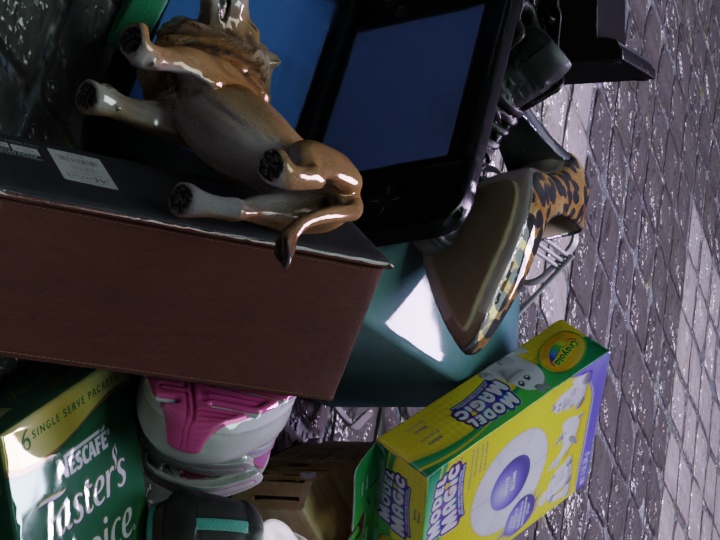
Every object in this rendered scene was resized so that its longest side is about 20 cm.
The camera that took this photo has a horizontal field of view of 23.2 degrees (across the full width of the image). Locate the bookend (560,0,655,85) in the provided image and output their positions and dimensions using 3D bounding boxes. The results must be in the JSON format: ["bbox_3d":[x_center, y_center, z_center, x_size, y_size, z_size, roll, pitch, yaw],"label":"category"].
[{"bbox_3d":[0.103,-0.235,1.252,0.092,0.196,0.203,6,83,-65],"label":"bookend"}]

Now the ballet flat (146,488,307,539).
[{"bbox_3d":[-0.061,0.163,0.937,0.200,0.067,0.069,71,15,-72],"label":"ballet flat"}]

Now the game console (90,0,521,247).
[{"bbox_3d":[-0.022,-0.118,0.945,0.117,0.174,0.202,53,41,-40],"label":"game console"}]

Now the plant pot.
[{"bbox_3d":[0.000,0.000,1.072,0.200,0.140,0.143,26,65,-63],"label":"plant pot"}]

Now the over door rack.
[{"bbox_3d":[0.058,0.026,1.233,0.201,0.066,0.147,-57,148,4],"label":"over door rack"}]

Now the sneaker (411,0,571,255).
[{"bbox_3d":[0.071,-0.105,0.998,0.060,0.103,0.201,47,33,-37],"label":"sneaker"}]

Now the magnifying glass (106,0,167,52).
[{"bbox_3d":[-0.097,-0.187,0.945,0.080,0.022,0.201,-52,-161,40],"label":"magnifying glass"}]

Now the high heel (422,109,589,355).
[{"bbox_3d":[0.100,-0.007,1.047,0.143,0.071,0.202,50,39,-42],"label":"high heel"}]

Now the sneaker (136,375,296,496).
[{"bbox_3d":[-0.075,0.081,0.908,0.200,0.080,0.089,-37,145,-84],"label":"sneaker"}]

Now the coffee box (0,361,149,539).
[{"bbox_3d":[-0.142,0.149,0.832,0.123,0.043,0.203,-35,121,-64],"label":"coffee box"}]

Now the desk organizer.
[{"bbox_3d":[-0.094,0.000,0.813,0.198,0.072,0.078,11,111,-31],"label":"desk organizer"}]

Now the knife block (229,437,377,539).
[{"bbox_3d":[-0.020,0.201,1.108,0.200,0.063,0.178,-11,99,-68],"label":"knife block"}]

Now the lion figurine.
[{"bbox_3d":[-0.052,-0.061,0.825,0.122,0.073,0.200,11,34,-51],"label":"lion figurine"}]

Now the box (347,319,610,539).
[{"bbox_3d":[0.069,0.123,1.067,0.199,0.048,0.118,-28,137,-36],"label":"box"}]
